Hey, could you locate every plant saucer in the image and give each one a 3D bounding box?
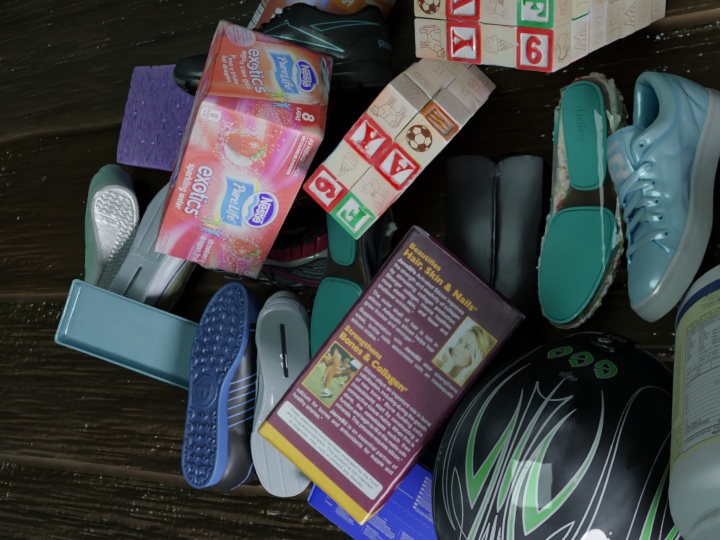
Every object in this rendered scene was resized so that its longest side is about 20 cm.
[{"bbox_3d":[-0.207,0.073,1.048,0.197,0.019,0.071,20,99,-6],"label":"plant saucer"}]

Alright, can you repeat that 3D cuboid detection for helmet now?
[{"bbox_3d":[0.142,0.159,0.740,0.199,0.190,0.202,29,140,28],"label":"helmet"}]

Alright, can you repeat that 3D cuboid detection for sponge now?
[{"bbox_3d":[-0.203,-0.163,1.099,0.199,0.030,0.113,14,92,54],"label":"sponge"}]

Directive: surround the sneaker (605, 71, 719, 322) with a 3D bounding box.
[{"bbox_3d":[0.208,-0.059,0.748,0.074,0.081,0.202,121,170,-59],"label":"sneaker"}]

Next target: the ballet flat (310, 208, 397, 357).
[{"bbox_3d":[0.000,0.000,0.916,0.072,0.073,0.203,15,107,36],"label":"ballet flat"}]

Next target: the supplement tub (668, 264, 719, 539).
[{"bbox_3d":[0.269,0.104,0.644,0.144,0.145,0.202,-15,43,34],"label":"supplement tub"}]

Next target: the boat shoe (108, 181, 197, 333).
[{"bbox_3d":[-0.204,-0.020,1.097,0.072,0.062,0.201,31,85,25],"label":"boat shoe"}]

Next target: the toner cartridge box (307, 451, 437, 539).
[{"bbox_3d":[0.049,0.212,0.901,0.199,0.043,0.096,30,101,34],"label":"toner cartridge box"}]

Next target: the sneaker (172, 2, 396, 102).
[{"bbox_3d":[-0.067,-0.189,0.904,0.197,0.075,0.081,-2,87,4],"label":"sneaker"}]

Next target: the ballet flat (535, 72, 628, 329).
[{"bbox_3d":[0.186,-0.054,0.817,0.075,0.064,0.203,8,92,37],"label":"ballet flat"}]

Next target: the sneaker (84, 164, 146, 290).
[{"bbox_3d":[-0.274,-0.019,1.160,0.118,0.073,0.203,-118,32,-63],"label":"sneaker"}]

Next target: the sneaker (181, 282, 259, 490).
[{"bbox_3d":[-0.124,0.116,1.019,0.069,0.078,0.203,8,86,36],"label":"sneaker"}]

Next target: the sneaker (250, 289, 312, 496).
[{"bbox_3d":[-0.066,0.116,0.983,0.072,0.071,0.203,4,108,2],"label":"sneaker"}]

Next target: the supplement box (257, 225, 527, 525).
[{"bbox_3d":[0.028,0.080,0.802,0.110,0.086,0.201,39,93,11],"label":"supplement box"}]

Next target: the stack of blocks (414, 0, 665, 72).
[{"bbox_3d":[0.142,-0.207,0.780,0.114,0.199,0.059,15,120,35],"label":"stack of blocks"}]

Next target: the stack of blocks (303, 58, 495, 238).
[{"bbox_3d":[0.046,-0.120,0.833,0.059,0.200,0.115,43,125,-1],"label":"stack of blocks"}]

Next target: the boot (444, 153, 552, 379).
[{"bbox_3d":[0.076,0.002,0.872,0.162,0.066,0.203,4,91,8],"label":"boot"}]

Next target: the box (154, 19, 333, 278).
[{"bbox_3d":[-0.101,-0.094,0.867,0.201,0.101,0.096,123,158,-50],"label":"box"}]

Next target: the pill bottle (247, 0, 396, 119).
[{"bbox_3d":[-0.058,-0.207,0.983,0.112,0.112,0.201,42,110,31],"label":"pill bottle"}]

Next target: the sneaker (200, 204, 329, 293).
[{"bbox_3d":[-0.089,-0.011,1.011,0.198,0.075,0.081,3,45,47],"label":"sneaker"}]
